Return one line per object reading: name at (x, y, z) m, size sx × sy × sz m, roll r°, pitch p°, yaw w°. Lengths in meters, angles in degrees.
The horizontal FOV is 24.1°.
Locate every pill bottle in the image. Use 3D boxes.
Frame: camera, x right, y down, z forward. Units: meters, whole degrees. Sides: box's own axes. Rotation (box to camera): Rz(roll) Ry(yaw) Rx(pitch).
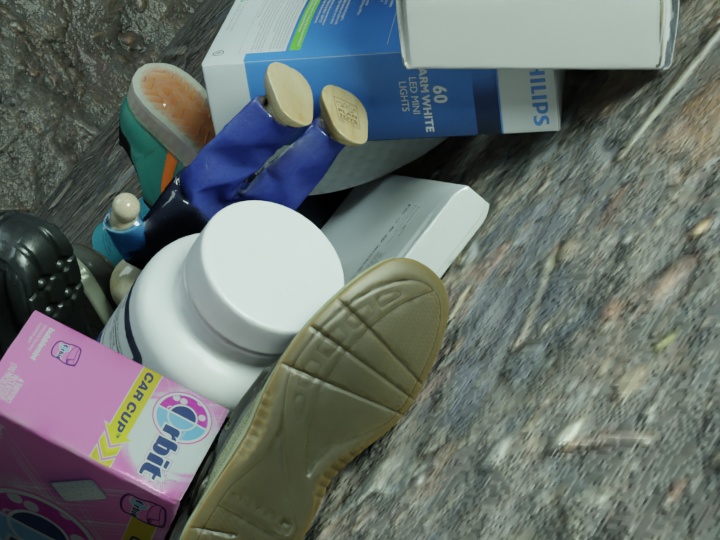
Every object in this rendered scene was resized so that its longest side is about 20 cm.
pill bottle at (-0.088, 0.048, 0.946) m, size 0.200 × 0.111 × 0.111 m, roll -49°, pitch 11°, yaw 47°

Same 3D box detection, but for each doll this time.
doll at (-0.078, -0.032, 0.972) m, size 0.200 × 0.136 × 0.048 m, roll -41°, pitch 48°, yaw 33°

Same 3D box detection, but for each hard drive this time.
hard drive at (0.000, 0.000, 1.029) m, size 0.132 × 0.026 × 0.200 m, roll -52°, pitch 15°, yaw -5°

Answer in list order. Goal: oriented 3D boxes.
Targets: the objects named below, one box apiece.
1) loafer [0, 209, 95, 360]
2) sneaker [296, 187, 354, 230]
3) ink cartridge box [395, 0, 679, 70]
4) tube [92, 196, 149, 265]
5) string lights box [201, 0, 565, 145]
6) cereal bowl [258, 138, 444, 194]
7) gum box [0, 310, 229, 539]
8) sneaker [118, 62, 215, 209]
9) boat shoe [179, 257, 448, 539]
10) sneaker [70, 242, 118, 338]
loafer at (-0.201, 0.044, 1.026) m, size 0.068 × 0.070 × 0.201 m, roll -47°, pitch -33°, yaw -39°
sneaker at (-0.014, -0.088, 1.194) m, size 0.085 × 0.075 × 0.200 m, roll -37°, pitch 23°, yaw 29°
ink cartridge box at (0.103, -0.188, 0.938) m, size 0.146 × 0.085 × 0.200 m, roll 1°, pitch 31°, yaw 10°
tube at (-0.131, -0.055, 1.314) m, size 0.200 × 0.050 × 0.077 m, roll -29°, pitch 44°, yaw 38°
string lights box at (0.018, -0.124, 0.989) m, size 0.200 × 0.059 × 0.103 m, roll -2°, pitch 31°, yaw 12°
cereal bowl at (-0.012, -0.145, 1.135) m, size 0.200 × 0.083 × 0.200 m, roll -20°, pitch 33°, yaw 14°
gum box at (-0.157, 0.123, 0.918) m, size 0.066 × 0.113 × 0.200 m, roll -63°, pitch 1°, yaw -40°
sneaker at (-0.108, -0.056, 1.225) m, size 0.071 × 0.200 × 0.080 m, roll -22°, pitch -25°, yaw -37°
boat shoe at (-0.033, 0.075, 0.852) m, size 0.200 × 0.073 × 0.065 m, roll -52°, pitch 20°, yaw -7°
sneaker at (-0.135, 0.016, 1.111) m, size 0.075 × 0.200 × 0.106 m, roll 28°, pitch 71°, yaw 29°
